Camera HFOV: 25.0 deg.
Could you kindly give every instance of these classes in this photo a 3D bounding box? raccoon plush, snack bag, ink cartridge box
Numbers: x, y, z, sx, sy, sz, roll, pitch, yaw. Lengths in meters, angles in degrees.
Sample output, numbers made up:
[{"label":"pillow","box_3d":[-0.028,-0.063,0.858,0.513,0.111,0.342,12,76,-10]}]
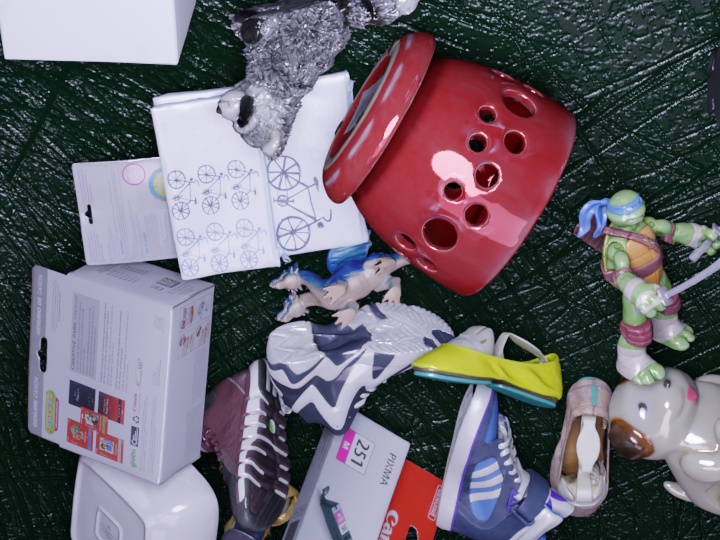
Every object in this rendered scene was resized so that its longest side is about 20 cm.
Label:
[{"label":"raccoon plush","box_3d":[-0.037,-0.180,1.493,0.198,0.097,0.135,-7,107,8]},{"label":"snack bag","box_3d":[-0.093,-0.091,1.585,0.198,0.021,0.190,-8,112,-3]},{"label":"ink cartridge box","box_3d":[-0.251,0.094,1.680,0.174,0.084,0.202,17,113,23]},{"label":"ink cartridge box","box_3d":[0.012,0.276,1.763,0.173,0.201,0.043,31,150,-18]}]

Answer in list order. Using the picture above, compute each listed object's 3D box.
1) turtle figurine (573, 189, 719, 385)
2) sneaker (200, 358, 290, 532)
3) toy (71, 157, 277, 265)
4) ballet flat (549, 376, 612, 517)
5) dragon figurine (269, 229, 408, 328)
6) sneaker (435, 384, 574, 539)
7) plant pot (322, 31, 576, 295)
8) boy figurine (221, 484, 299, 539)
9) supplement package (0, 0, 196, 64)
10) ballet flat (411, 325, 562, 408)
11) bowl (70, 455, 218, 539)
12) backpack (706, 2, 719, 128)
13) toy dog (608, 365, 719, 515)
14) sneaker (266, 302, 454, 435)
[{"label":"turtle figurine","box_3d":[0.312,0.016,1.599,0.198,0.144,0.195,-3,128,10]},{"label":"sneaker","box_3d":[-0.138,0.197,1.727,0.115,0.201,0.076,-20,136,27]},{"label":"toy","box_3d":[-0.181,-0.071,1.627,0.198,0.047,0.116,-3,120,0]},{"label":"ballet flat","box_3d":[0.243,0.211,1.780,0.067,0.067,0.201,-2,124,3]},{"label":"dragon figurine","box_3d":[0.000,0.000,1.656,0.199,0.100,0.059,-28,119,-1]},{"label":"sneaker","box_3d":[0.169,0.217,1.770,0.145,0.081,0.201,13,119,2]},{"label":"plant pot","box_3d":[0.073,-0.103,1.499,0.182,0.201,0.201,28,122,-10]},{"label":"boy figurine","box_3d":[-0.115,0.282,1.768,0.064,0.200,0.125,28,106,3]},{"label":"supplement package","box_3d":[-0.218,-0.290,1.386,0.149,0.201,0.153,2,124,2]},{"label":"ballet flat","box_3d":[0.134,0.094,1.683,0.199,0.067,0.068,16,83,-36]},{"label":"bowl","box_3d":[-0.250,0.273,1.782,0.200,0.074,0.201,38,131,33]},{"label":"backpack","box_3d":[0.428,-0.183,1.453,0.198,0.154,0.177,2,119,-6]},{"label":"toy dog","box_3d":[0.356,0.169,1.721,0.199,0.140,0.194,31,154,-18]},{"label":"sneaker","box_3d":[-0.001,0.111,1.718,0.197,0.080,0.130,-12,137,-14]}]
